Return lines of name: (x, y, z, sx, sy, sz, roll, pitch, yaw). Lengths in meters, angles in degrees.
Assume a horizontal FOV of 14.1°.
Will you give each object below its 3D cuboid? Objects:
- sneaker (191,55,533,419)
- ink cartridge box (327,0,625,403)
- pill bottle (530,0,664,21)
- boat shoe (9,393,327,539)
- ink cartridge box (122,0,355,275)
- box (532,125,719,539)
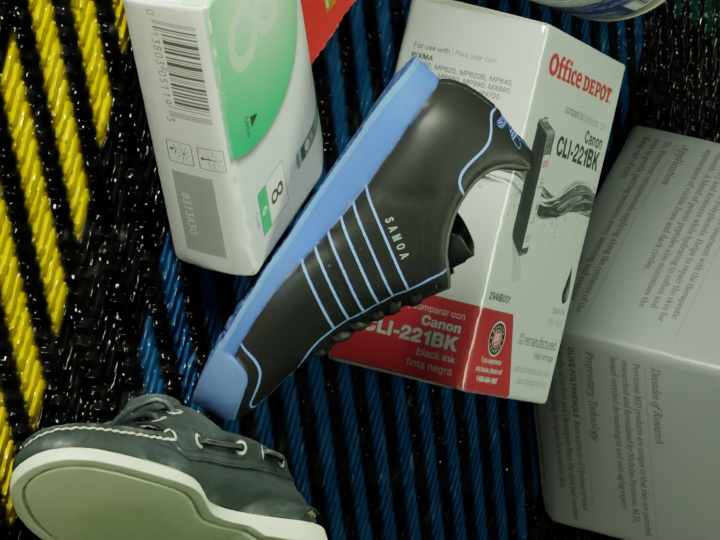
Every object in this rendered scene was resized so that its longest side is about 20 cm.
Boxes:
sneaker: (0.000, 0.000, 1.354, 0.200, 0.078, 0.070, -55, -177, 16)
ink cartridge box: (0.066, -0.036, 1.576, 0.144, 0.084, 0.200, 13, 89, -67)
pill bottle: (0.106, -0.197, 1.547, 0.200, 0.111, 0.111, 5, 98, -68)
boat shoe: (-0.087, 0.089, 1.297, 0.199, 0.074, 0.066, 19, 49, -48)
ink cartridge box: (-0.035, -0.122, 1.336, 0.200, 0.050, 0.161, -56, 150, -37)
box: (0.226, 0.052, 1.899, 0.200, 0.171, 0.199, 80, 32, -44)
